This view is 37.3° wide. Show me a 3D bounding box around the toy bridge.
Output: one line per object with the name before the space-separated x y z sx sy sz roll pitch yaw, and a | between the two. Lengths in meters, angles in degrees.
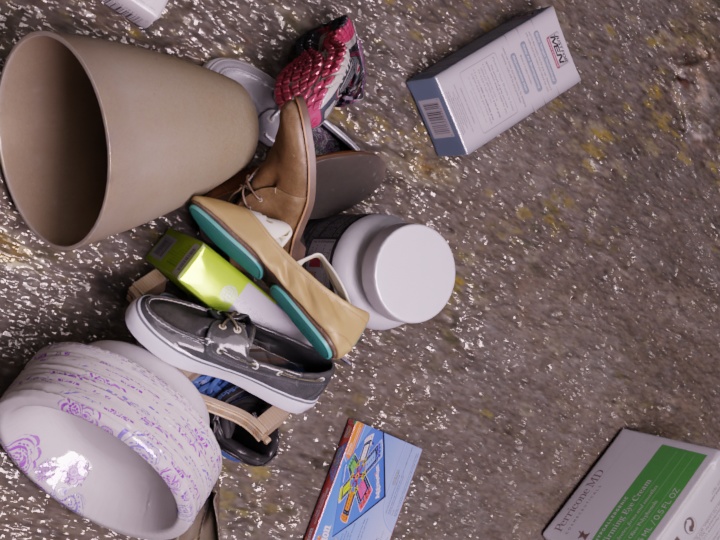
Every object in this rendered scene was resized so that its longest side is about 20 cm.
toy bridge | -0.153 0.089 1.001 0.200 0.027 0.067 46 54 11

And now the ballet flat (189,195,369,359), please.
ballet flat | -0.071 -0.006 0.982 0.063 0.069 0.200 -43 92 -17

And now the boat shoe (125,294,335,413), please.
boat shoe | -0.114 0.065 0.966 0.200 0.069 0.057 28 120 -24

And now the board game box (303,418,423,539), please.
board game box | -0.005 0.279 1.200 0.103 0.019 0.200 28 78 -32

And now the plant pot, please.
plant pot | -0.199 -0.127 0.982 0.200 0.187 0.188 -14 100 -45

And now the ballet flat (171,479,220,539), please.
ballet flat | -0.166 0.286 1.083 0.067 0.046 0.201 1 92 -32

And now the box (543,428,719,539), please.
box | 0.388 0.347 1.362 0.199 0.171 0.200 -46 114 -22

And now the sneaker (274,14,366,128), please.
sneaker | -0.028 -0.194 1.081 0.075 0.080 0.200 60 25 -24

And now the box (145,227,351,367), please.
box | -0.112 0.040 1.060 0.200 0.122 0.048 42 80 -26

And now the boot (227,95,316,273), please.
boot | -0.085 -0.073 1.004 0.075 0.074 0.200 2 128 -13

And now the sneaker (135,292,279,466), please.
sneaker | -0.145 0.109 1.049 0.077 0.111 0.200 -35 109 -26

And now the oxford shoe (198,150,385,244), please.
oxford shoe | -0.074 -0.090 1.084 0.200 0.071 0.071 -15 129 -11

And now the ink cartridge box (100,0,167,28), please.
ink cartridge box | -0.226 -0.361 1.018 0.161 0.050 0.200 31 72 -29

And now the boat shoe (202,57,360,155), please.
boat shoe | -0.077 -0.152 1.105 0.200 0.068 0.072 41 72 -27

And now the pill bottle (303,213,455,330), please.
pill bottle | 0.000 0.000 1.084 0.116 0.200 0.117 -1 93 -31

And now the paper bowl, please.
paper bowl | -0.217 0.143 0.958 0.201 0.200 0.104 50 45 -24

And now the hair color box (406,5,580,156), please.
hair color box | 0.160 -0.224 1.257 0.200 0.061 0.099 -34 110 -26
